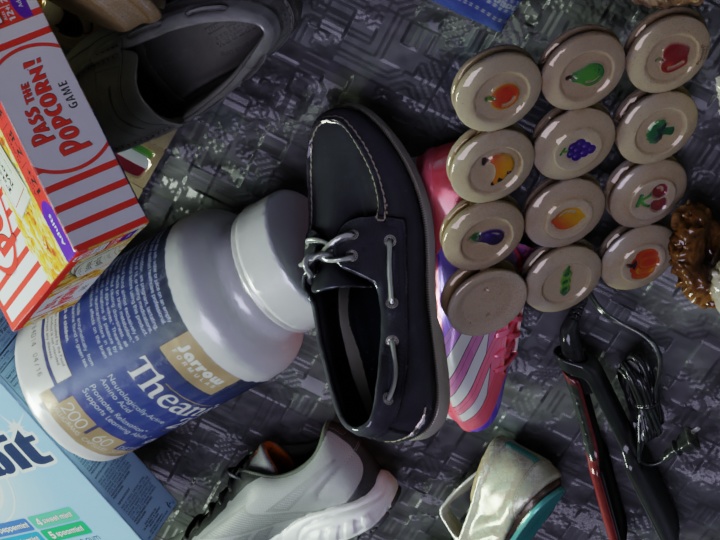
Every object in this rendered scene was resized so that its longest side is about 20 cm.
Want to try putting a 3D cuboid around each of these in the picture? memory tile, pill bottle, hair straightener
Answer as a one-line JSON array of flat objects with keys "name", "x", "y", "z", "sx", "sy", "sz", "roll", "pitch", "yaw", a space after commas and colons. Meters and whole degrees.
[{"name": "memory tile", "x": 0.117, "y": -0.052, "z": 1.113, "sx": 0.153, "sy": 0.017, "sz": 0.200, "roll": -13, "pitch": 134, "yaw": -15}, {"name": "pill bottle", "x": -0.106, "y": 0.031, "z": 1.217, "sx": 0.200, "sy": 0.111, "sz": 0.111, "roll": -29, "pitch": 113, "yaw": 28}, {"name": "hair straightener", "x": 0.174, "y": 0.095, "z": 1.248, "sx": 0.077, "sy": 0.041, "sz": 0.200, "roll": -9, "pitch": 116, "yaw": 18}]

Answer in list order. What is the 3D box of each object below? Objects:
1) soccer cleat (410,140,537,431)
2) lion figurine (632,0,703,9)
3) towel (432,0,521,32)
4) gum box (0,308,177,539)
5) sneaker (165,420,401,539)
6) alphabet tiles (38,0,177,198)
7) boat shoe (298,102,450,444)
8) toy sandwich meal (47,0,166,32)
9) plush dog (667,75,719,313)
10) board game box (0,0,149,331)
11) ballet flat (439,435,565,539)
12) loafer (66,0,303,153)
[{"name": "soccer cleat", "x": 0.075, "y": 0.013, "z": 1.196, "sx": 0.076, "sy": 0.067, "sz": 0.200, "roll": -4, "pitch": 120, "yaw": 10}, {"name": "lion figurine", "x": 0.232, "y": -0.180, "z": 1.021, "sx": 0.200, "sy": 0.072, "sz": 0.123, "roll": 11, "pitch": 119, "yaw": 9}, {"name": "towel", "x": 0.066, "y": -0.222, "z": 1.038, "sx": 0.145, "sy": 0.024, "sz": 0.200, "roll": 19, "pitch": 127, "yaw": -23}, {"name": "gum box", "x": -0.244, "y": 0.111, "z": 1.316, "sx": 0.170, "sy": 0.045, "sz": 0.200, "roll": -17, "pitch": 119, "yaw": 43}, {"name": "sneaker", "x": -0.072, "y": 0.159, "z": 1.328, "sx": 0.200, "sy": 0.074, "sz": 0.079, "roll": -27, "pitch": 104, "yaw": 20}, {"name": "alphabet tiles", "x": -0.212, "y": -0.111, "z": 1.212, "sx": 0.200, "sy": 0.008, "sz": 0.167, "roll": 29, "pitch": 125, "yaw": -7}, {"name": "boat shoe", "x": 0.000, "y": 0.000, "z": 1.130, "sx": 0.073, "sy": 0.063, "sz": 0.200, "roll": -18, "pitch": 80, "yaw": 39}, {"name": "toy sandwich meal", "x": -0.185, "y": -0.202, "z": 1.066, "sx": 0.205, "sy": 0.205, "sz": 0.070, "roll": 29, "pitch": 87, "yaw": -7}, {"name": "plush dog", "x": 0.265, "y": -0.008, "z": 1.102, "sx": 0.200, "sy": 0.161, "sz": 0.172, "roll": 20, "pitch": 149, "yaw": -1}, {"name": "board game box", "x": -0.190, "y": -0.060, "z": 1.109, "sx": 0.152, "sy": 0.046, "sz": 0.200, "roll": 63, "pitch": 157, "yaw": 4}, {"name": "ballet flat", "x": 0.073, "y": 0.188, "z": 1.324, "sx": 0.062, "sy": 0.067, "sz": 0.200, "roll": 40, "pitch": 124, "yaw": 19}, {"name": "loafer", "x": -0.121, "y": -0.111, "z": 1.143, "sx": 0.200, "sy": 0.070, "sz": 0.070, "roll": -31, "pitch": 112, "yaw": 28}]
